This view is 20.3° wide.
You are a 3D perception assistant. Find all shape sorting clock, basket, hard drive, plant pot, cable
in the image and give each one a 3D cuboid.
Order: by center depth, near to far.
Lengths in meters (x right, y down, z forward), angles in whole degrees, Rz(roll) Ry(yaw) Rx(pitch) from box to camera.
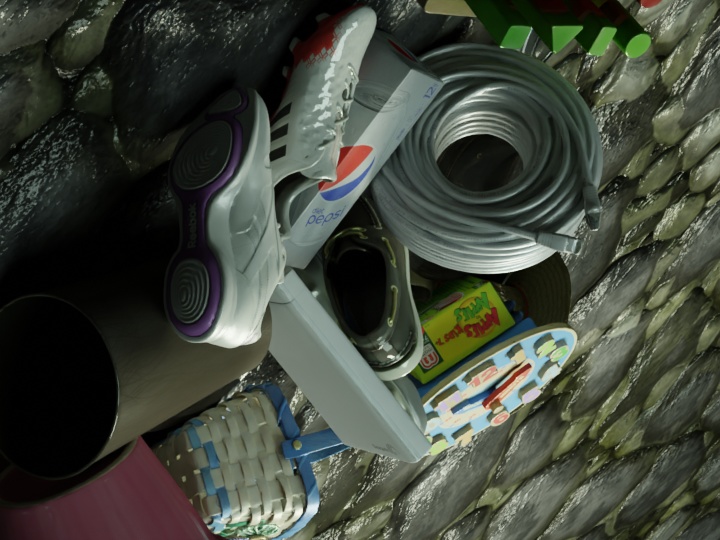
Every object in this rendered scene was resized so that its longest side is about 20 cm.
[{"bbox_3d":[-0.176,0.060,1.571,0.200,0.136,0.180,-24,168,-47],"label":"basket"},{"bbox_3d":[-0.203,0.230,1.606,0.200,0.200,0.180,-31,110,-28],"label":"plant pot"},{"bbox_3d":[-0.034,0.075,1.683,0.027,0.132,0.200,-46,113,-19],"label":"hard drive"},{"bbox_3d":[0.104,-0.095,1.690,0.069,0.199,0.201,88,6,-64],"label":"cable"},{"bbox_3d":[-0.086,0.176,1.834,0.199,0.140,0.176,-19,172,-28],"label":"basket"},{"bbox_3d":[0.117,0.114,1.860,0.199,0.039,0.200,-27,155,-14],"label":"shape sorting clock"}]

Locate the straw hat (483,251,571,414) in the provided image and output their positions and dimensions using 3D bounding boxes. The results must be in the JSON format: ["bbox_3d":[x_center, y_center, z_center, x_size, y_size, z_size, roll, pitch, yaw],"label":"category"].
[{"bbox_3d":[0.131,0.050,2.061,0.085,0.201,0.201,21,118,-19],"label":"straw hat"}]

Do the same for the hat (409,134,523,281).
[{"bbox_3d":[0.122,-0.071,1.823,0.200,0.081,0.201,-21,122,-39],"label":"hat"}]

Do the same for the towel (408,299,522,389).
[{"bbox_3d":[0.072,0.098,1.983,0.200,0.049,0.112,-26,-171,40],"label":"towel"}]

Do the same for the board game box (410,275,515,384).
[{"bbox_3d":[0.074,0.050,1.901,0.101,0.048,0.200,-33,-173,-4],"label":"board game box"}]

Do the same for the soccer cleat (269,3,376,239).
[{"bbox_3d":[-0.037,-0.115,1.574,0.200,0.085,0.069,-54,154,17],"label":"soccer cleat"}]

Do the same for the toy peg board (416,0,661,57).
[{"bbox_3d":[0.181,-0.265,1.615,0.199,0.098,0.200,-1,132,-36],"label":"toy peg board"}]

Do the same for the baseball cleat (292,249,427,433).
[{"bbox_3d":[0.013,0.052,1.771,0.106,0.200,0.070,-34,178,-37],"label":"baseball cleat"}]

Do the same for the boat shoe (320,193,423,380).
[{"bbox_3d":[0.003,-0.001,1.699,0.072,0.202,0.060,-26,139,11],"label":"boat shoe"}]

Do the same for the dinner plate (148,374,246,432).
[{"bbox_3d":[-0.136,0.074,1.776,0.200,0.024,0.200,-35,152,-22],"label":"dinner plate"}]

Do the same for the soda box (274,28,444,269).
[{"bbox_3d":[-0.024,-0.099,1.639,0.200,0.068,0.063,-52,154,13],"label":"soda box"}]

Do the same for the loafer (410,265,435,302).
[{"bbox_3d":[0.050,-0.008,1.885,0.200,0.068,0.076,-44,155,-3],"label":"loafer"}]

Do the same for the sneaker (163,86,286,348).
[{"bbox_3d":[-0.098,-0.038,1.532,0.100,0.075,0.201,21,74,-55],"label":"sneaker"}]

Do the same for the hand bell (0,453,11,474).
[{"bbox_3d":[-0.297,0.199,1.662,0.104,0.104,0.201,-29,139,-32],"label":"hand bell"}]

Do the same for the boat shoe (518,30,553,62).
[{"bbox_3d":[0.199,-0.254,1.766,0.069,0.057,0.200,-2,130,-56],"label":"boat shoe"}]
